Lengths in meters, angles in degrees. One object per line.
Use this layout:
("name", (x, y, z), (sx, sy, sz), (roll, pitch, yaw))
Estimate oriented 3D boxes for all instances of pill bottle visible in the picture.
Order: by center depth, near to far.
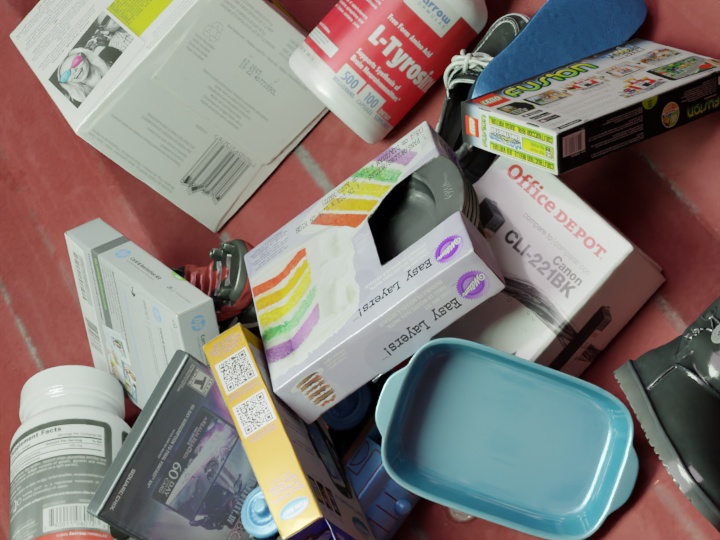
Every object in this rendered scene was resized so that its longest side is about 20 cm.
("pill bottle", (-0.250, 0.191, 1.859), (0.115, 0.116, 0.201), (-27, 47, 24))
("pill bottle", (0.039, -0.220, 1.883), (0.200, 0.112, 0.112), (-47, 43, 6))

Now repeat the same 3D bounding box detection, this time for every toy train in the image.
("toy train", (-0.007, 0.177, 1.688), (0.114, 0.087, 0.201), (34, 85, 38))

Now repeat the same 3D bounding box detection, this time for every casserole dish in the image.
("casserole dish", (0.108, 0.123, 1.573), (0.039, 0.198, 0.122), (-89, 17, -85))

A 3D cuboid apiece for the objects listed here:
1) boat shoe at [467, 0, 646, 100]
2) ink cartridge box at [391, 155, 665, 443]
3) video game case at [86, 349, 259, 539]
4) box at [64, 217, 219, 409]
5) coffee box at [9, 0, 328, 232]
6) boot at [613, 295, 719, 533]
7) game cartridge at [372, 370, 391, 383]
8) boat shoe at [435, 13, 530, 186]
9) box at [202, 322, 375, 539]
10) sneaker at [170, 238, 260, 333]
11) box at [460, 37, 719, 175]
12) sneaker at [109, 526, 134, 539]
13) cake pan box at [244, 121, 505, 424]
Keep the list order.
("boat shoe", (0.152, -0.175, 1.756), (0.199, 0.069, 0.084), (-32, 73, -26))
("ink cartridge box", (0.115, 0.024, 1.656), (0.200, 0.084, 0.144), (-48, 59, 3))
("video game case", (-0.115, 0.168, 1.695), (0.019, 0.200, 0.144), (20, 76, 46))
("box", (-0.184, 0.060, 1.866), (0.041, 0.157, 0.200), (-25, 34, -25))
("coffee box", (-0.168, -0.198, 1.984), (0.200, 0.199, 0.198), (-47, 43, 6))
("boot", (0.293, 0.070, 1.515), (0.199, 0.066, 0.165), (-36, 47, 10))
("game cartridge", (0.031, 0.030, 1.783), (0.200, 0.040, 0.134), (-43, 47, 10))
("boat shoe", (0.103, -0.153, 1.803), (0.073, 0.068, 0.200), (-2, 51, 37))
("box", (-0.047, 0.147, 1.601), (0.041, 0.119, 0.201), (-29, 59, 10))
("sneaker", (-0.115, 0.026, 1.887), (0.200, 0.097, 0.072), (-24, 58, 58))
("box", (0.188, -0.131, 1.662), (0.199, 0.035, 0.110), (-22, 29, -33))
("sneaker", (-0.163, 0.253, 1.743), (0.075, 0.115, 0.201), (-30, 47, 22))
("cake pan box", (0.010, -0.002, 1.630), (0.199, 0.052, 0.185), (-35, 36, 15))
